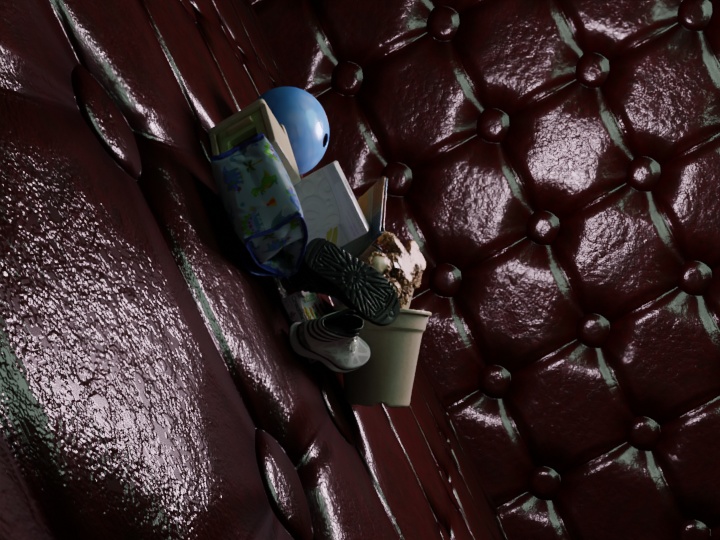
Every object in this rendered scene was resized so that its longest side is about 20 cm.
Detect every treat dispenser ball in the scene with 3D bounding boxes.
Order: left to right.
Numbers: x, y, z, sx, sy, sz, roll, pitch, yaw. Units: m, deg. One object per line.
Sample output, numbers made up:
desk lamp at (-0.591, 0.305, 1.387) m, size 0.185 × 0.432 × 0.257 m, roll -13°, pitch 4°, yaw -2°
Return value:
treat dispenser ball at (-0.169, -0.319, 1.904) m, size 0.204 × 0.198 × 0.201 m, roll 62°, pitch 6°, yaw -12°

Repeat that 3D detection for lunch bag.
lunch bag at (-0.162, -0.095, 1.374) m, size 0.201 × 0.125 × 0.173 m, roll 75°, pitch -10°, yaw -70°

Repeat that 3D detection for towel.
towel at (-0.007, -0.081, 1.661) m, size 0.021 × 0.199 × 0.149 m, roll 23°, pitch 51°, yaw -25°

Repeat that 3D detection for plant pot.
plant pot at (0.037, 0.170, 1.629) m, size 0.200 × 0.195 × 0.189 m, roll 28°, pitch 65°, yaw -79°

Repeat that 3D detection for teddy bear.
teddy bear at (0.063, 0.003, 1.618) m, size 0.146 × 0.066 × 0.201 m, roll 56°, pitch 30°, yaw -15°

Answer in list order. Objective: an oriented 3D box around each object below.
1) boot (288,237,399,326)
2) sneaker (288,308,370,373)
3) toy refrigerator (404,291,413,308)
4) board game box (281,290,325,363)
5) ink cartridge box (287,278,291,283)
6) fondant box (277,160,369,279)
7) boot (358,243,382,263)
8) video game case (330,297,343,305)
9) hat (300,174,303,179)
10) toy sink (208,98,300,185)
boot at (-0.033, 0.028, 1.480) m, size 0.210 × 0.080 × 0.158 m, roll 41°, pitch -21°, yaw -4°
sneaker at (-0.022, 0.125, 1.446) m, size 0.199 × 0.114 × 0.078 m, roll 22°, pitch 57°, yaw -48°
toy refrigerator at (0.053, 0.096, 1.790) m, size 0.075 × 0.204 × 0.069 m, roll 31°, pitch 36°, yaw 27°
board game box at (-0.092, 0.102, 1.578) m, size 0.129 × 0.034 × 0.200 m, roll 65°, pitch 6°, yaw 2°
ink cartridge box at (-0.148, -0.091, 1.683) m, size 0.203 × 0.084 × 0.148 m, roll 62°, pitch 6°, yaw -7°
fondant box at (-0.100, -0.095, 1.564) m, size 0.147 × 0.197 × 0.058 m, roll 62°, pitch 10°, yaw -8°
boot at (0.000, 0.000, 1.646) m, size 0.067 × 0.132 × 0.200 m, roll 32°, pitch -8°, yaw -5°
video game case at (-0.001, 0.146, 1.992) m, size 0.183 × 0.022 × 0.200 m, roll 53°, pitch -3°, yaw 20°
hat at (-0.087, -0.089, 1.811) m, size 0.173 × 0.168 × 0.200 m, roll 26°, pitch 7°, yaw -9°
toy sink at (-0.206, -0.231, 1.562) m, size 0.113 × 0.128 × 0.202 m, roll 57°, pitch 10°, yaw -41°
